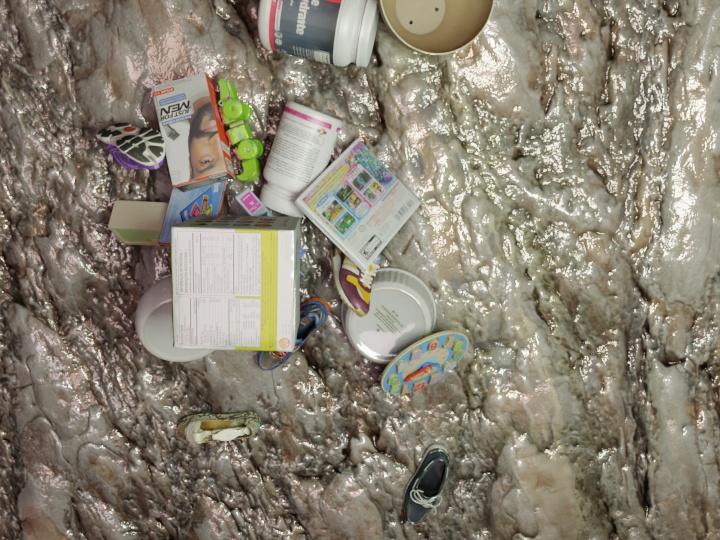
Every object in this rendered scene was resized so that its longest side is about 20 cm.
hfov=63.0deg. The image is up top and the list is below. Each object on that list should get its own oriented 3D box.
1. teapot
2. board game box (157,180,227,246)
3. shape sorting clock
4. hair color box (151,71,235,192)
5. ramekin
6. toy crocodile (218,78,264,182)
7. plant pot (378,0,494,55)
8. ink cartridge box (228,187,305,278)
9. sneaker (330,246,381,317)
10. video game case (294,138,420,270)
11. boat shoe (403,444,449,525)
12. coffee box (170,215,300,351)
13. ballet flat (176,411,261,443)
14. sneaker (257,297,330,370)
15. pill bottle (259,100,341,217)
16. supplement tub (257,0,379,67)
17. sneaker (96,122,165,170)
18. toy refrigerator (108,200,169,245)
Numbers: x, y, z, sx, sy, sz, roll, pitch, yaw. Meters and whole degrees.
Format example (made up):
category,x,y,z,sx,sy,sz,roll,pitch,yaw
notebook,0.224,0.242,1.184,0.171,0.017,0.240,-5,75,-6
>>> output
category,x,y,z,sx,sy,sz,roll,pitch,yaw
teapot,-0.363,0.075,1.204,0.199,0.146,0.198,-17,129,-7
board game box,-0.322,-0.137,1.154,0.103,0.019,0.201,5,67,5
shape sorting clock,0.131,0.190,1.184,0.200,0.200,0.039,-36,59,10
hair color box,-0.321,-0.265,1.131,0.110,0.064,0.201,-15,85,2
ramekin,0.056,0.099,1.202,0.201,0.094,0.203,1,103,4
toy crocodile,-0.239,-0.274,1.151,0.062,0.068,0.201,-17,101,7
plant pot,0.120,-0.479,1.040,0.199,0.134,0.201,-2,103,-8
ink cartridge box,-0.178,-0.066,1.169,0.042,0.119,0.200,-41,97,-19
sneaker,0.000,0.000,1.136,0.090,0.200,0.075,-31,132,13
video game case,-0.001,-0.130,1.128,0.182,0.024,0.200,44,61,-8
boat shoe,0.148,0.485,1.300,0.075,0.062,0.201,23,104,-4
coffee box,-0.207,0.013,1.018,0.197,0.200,0.201,1,100,-3
ballet flat,-0.321,0.350,1.294,0.199,0.075,0.068,-6,103,5
sneaker,-0.149,0.137,1.233,0.075,0.078,0.200,41,102,-5
pill bottle,-0.121,-0.213,1.134,0.113,0.113,0.201,21,103,-1
supplement tub,-0.073,-0.453,1.063,0.199,0.140,0.141,13,103,1
sneaker,-0.431,-0.230,1.138,0.081,0.200,0.084,-38,134,-26
toy refrigerator,-0.392,-0.090,1.187,0.199,0.076,0.070,3,66,2
